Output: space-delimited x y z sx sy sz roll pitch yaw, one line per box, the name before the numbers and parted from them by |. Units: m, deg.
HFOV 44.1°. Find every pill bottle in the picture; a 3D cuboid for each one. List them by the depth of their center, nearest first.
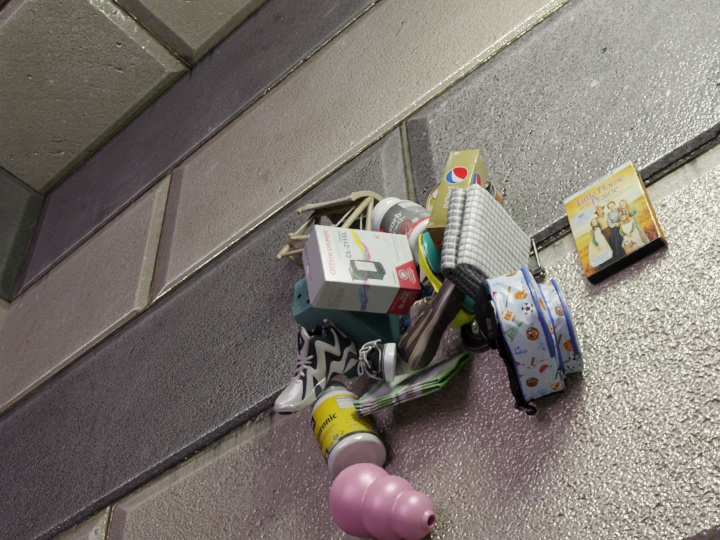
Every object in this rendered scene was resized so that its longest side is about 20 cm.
pill bottle | -0.033 0.298 1.678 0.111 0.111 0.200 -45 33 9
pill bottle | 0.106 -0.081 1.867 0.116 0.116 0.200 -52 33 -1

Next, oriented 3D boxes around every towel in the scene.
towel | 0.219 -0.033 1.568 0.085 0.200 0.167 -13 55 36
towel | 0.093 0.202 1.622 0.199 0.031 0.149 -25 5 34

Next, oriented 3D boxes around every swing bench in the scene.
swing bench | -0.062 -0.091 2.066 0.198 0.130 0.201 -11 50 45

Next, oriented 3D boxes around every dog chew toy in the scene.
dog chew toy | 0.042 0.398 1.496 0.199 0.125 0.125 5 62 42

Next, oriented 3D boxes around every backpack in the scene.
backpack | 0.271 0.095 1.437 0.153 0.191 0.201 -27 38 6

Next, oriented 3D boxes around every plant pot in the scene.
plant pot | -0.036 0.090 1.798 0.141 0.200 0.142 -30 39 28

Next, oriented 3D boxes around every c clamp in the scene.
c clamp | 0.262 0.057 1.637 0.199 0.027 0.172 -33 42 23

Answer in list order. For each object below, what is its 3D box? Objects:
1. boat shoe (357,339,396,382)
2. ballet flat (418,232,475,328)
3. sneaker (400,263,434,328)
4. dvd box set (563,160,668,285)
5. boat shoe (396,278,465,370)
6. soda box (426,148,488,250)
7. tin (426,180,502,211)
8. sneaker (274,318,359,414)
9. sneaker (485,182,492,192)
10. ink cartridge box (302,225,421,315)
boat shoe | 0.029 0.166 1.664 0.199 0.067 0.074 -136 50 -87
ballet flat | 0.149 0.022 1.678 0.067 0.066 0.201 -49 57 35
sneaker | 0.131 0.023 1.761 0.078 0.090 0.201 22 80 56
dvd box set | 0.440 -0.085 1.549 0.146 0.029 0.201 -32 38 27
boat shoe | 0.122 0.082 1.605 0.073 0.074 0.201 33 101 28
soda box | 0.184 -0.134 1.673 0.063 0.068 0.201 -2 50 27
tin | 0.217 -0.140 1.862 0.112 0.042 0.200 -53 34 -9
sneaker | -0.107 0.173 1.700 0.199 0.130 0.079 -36 20 -11
sneaker | 0.207 -0.110 1.734 0.104 0.060 0.200 -40 14 29
ink cartridge box | 0.000 0.000 1.714 0.083 0.198 0.147 118 149 -43
